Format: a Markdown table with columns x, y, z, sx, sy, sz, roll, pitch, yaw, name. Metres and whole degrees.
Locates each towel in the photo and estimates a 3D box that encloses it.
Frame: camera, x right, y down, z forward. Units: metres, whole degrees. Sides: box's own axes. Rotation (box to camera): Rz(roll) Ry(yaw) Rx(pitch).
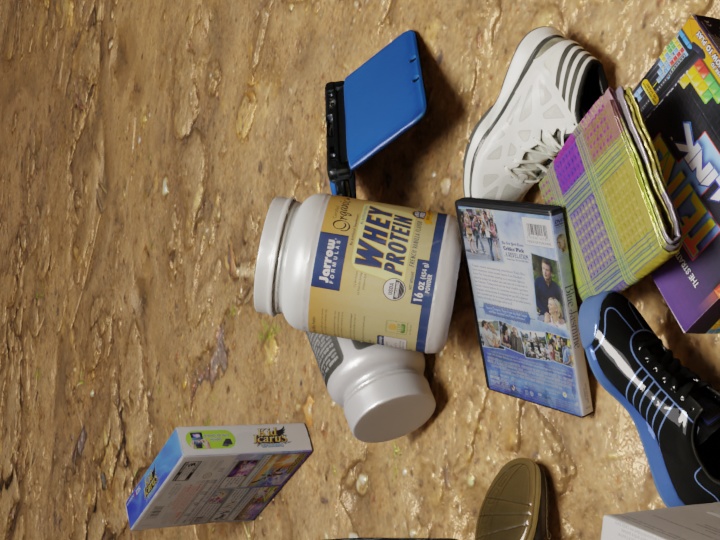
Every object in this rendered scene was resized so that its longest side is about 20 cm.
| x | y | z | sx | sy | sz | roll | pitch | yaw | name |
| --- | --- | --- | --- | --- | --- | --- | --- | --- | --- |
| 0.207 | -0.052 | 1.034 | 0.200 | 0.023 | 0.144 | 117 | 138 | -69 | towel |

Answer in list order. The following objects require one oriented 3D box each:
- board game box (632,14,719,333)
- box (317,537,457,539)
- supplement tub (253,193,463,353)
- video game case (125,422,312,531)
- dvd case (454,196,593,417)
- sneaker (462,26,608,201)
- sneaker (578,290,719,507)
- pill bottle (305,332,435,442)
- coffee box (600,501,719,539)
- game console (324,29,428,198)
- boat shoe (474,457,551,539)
| x | y | z | sx | sy | sz | roll | pitch | yaw | name |
| --- | --- | --- | --- | --- | --- | --- | --- | --- | --- |
| 0.281 | -0.076 | 0.991 | 0.165 | 0.057 | 0.200 | -55 | 45 | 39 | board game box |
| -0.026 | 0.352 | 1.320 | 0.200 | 0.196 | 0.124 | -18 | 73 | 55 | box |
| 0.000 | 0.000 | 1.265 | 0.144 | 0.199 | 0.145 | 9 | -90 | -86 | supplement tub |
| -0.185 | 0.266 | 1.591 | 0.200 | 0.181 | 0.046 | -53 | 45 | 42 | video game case |
| 0.153 | 0.031 | 1.166 | 0.143 | 0.018 | 0.201 | 12 | 117 | 57 | dvd case |
| 0.167 | -0.118 | 1.154 | 0.115 | 0.075 | 0.201 | 47 | 124 | 50 | sneaker |
| 0.252 | 0.099 | 0.997 | 0.078 | 0.070 | 0.200 | -37 | 77 | 52 | sneaker |
| 0.004 | 0.082 | 1.365 | 0.114 | 0.114 | 0.200 | -56 | 44 | 40 | pill bottle |
| 0.292 | 0.277 | 0.820 | 0.199 | 0.199 | 0.199 | 14 | 101 | 57 | coffee box |
| 0.022 | -0.145 | 1.379 | 0.200 | 0.118 | 0.171 | -92 | -7 | -53 | game console |
| 0.150 | 0.281 | 1.170 | 0.073 | 0.065 | 0.201 | -10 | 61 | 51 | boat shoe |
